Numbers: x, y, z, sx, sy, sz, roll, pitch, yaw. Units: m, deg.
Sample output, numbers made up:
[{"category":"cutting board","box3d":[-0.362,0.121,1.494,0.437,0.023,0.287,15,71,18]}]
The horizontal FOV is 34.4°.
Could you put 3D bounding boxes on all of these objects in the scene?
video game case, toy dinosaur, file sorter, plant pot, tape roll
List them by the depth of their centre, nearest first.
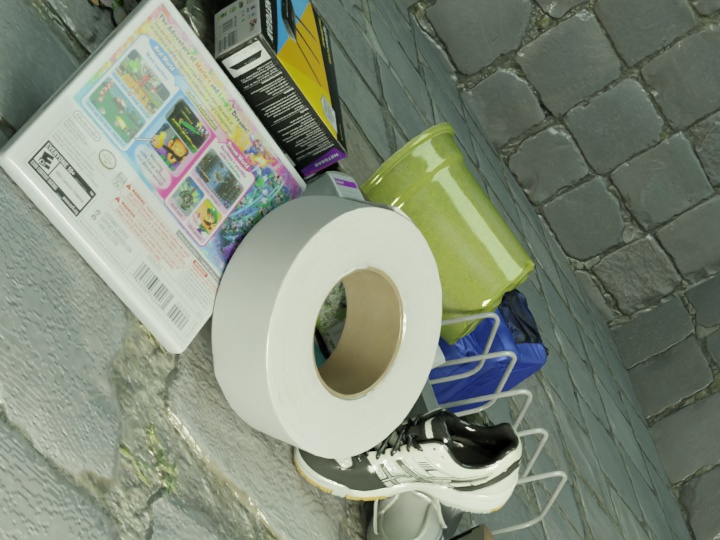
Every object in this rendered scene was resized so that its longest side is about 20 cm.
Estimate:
[{"category":"video game case","box3d":[-0.146,-0.073,0.871,0.201,0.023,0.183,52,57,-29]},{"category":"tape roll","box3d":[-0.022,0.043,0.935,0.070,0.204,0.203,13,-25,44]},{"category":"file sorter","box3d":[0.112,0.163,1.207,0.140,0.123,0.202,103,-27,-54]},{"category":"plant pot","box3d":[0.089,-0.028,1.298,0.184,0.200,0.200,47,13,9]},{"category":"toy dinosaur","box3d":[0.153,0.197,1.542,0.088,0.047,0.201,44,19,-31]}]

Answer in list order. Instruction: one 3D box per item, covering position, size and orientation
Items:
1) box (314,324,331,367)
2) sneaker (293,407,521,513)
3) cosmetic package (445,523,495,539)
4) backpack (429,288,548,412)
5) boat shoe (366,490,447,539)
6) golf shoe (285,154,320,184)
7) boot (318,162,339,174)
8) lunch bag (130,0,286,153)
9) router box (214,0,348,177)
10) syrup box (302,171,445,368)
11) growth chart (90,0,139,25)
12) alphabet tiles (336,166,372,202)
[{"category":"box","box3d":[-0.055,0.036,1.129,0.083,0.049,0.201,56,16,-18]},{"category":"sneaker","box3d":[0.043,0.148,0.995,0.088,0.197,0.076,105,-12,-44]},{"category":"cosmetic package","box3d":[0.120,0.347,1.056,0.202,0.102,0.087,59,16,-13]},{"category":"backpack","box3d":[0.114,0.053,1.441,0.167,0.162,0.202,13,50,-50]},{"category":"boat shoe","box3d":[0.041,0.201,1.060,0.202,0.073,0.088,-64,146,-75]},{"category":"golf shoe","box3d":[-0.072,-0.090,1.219,0.079,0.094,0.200,61,13,6]},{"category":"boot","box3d":[-0.087,-0.147,1.327,0.200,0.073,0.076,44,13,-43]},{"category":"lunch bag","box3d":[-0.146,-0.190,1.107,0.165,0.117,0.201,55,14,-26]},{"category":"router box","box3d":[-0.074,-0.204,1.052,0.150,0.051,0.202,52,21,-41]},{"category":"syrup box","box3d":[-0.006,0.015,1.079,0.202,0.078,0.081,63,16,9]},{"category":"growth chart","box3d":[-0.233,-0.281,1.173,0.200,0.018,0.146,42,26,-50]},{"category":"alphabet tiles","box3d":[0.000,0.000,1.199,0.167,0.006,0.202,51,-29,39]}]
